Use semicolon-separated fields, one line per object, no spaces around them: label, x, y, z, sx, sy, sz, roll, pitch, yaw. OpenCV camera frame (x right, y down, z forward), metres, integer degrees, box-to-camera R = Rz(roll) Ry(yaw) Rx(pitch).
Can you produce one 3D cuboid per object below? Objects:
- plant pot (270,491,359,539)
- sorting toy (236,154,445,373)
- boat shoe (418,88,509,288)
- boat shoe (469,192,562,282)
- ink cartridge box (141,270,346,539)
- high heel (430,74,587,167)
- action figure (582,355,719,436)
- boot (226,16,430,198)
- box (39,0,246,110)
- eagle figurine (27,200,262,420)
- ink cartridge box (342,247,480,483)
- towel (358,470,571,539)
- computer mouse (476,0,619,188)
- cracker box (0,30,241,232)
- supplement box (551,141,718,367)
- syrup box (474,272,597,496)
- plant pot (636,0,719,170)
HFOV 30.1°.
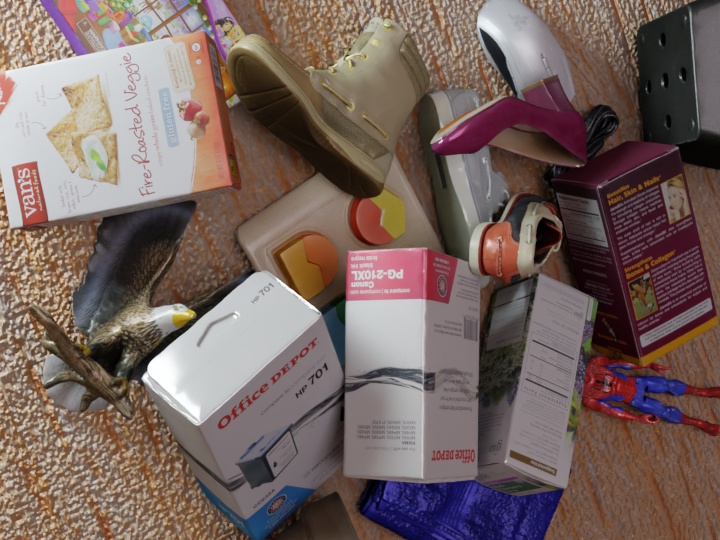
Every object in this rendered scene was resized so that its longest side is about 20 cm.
plant pot;-0.060;0.326;1.203;0.172;0.200;0.202;-23;98;-5
sorting toy;0.000;0.000;1.304;0.184;0.036;0.201;-34;101;-20
boat shoe;0.114;-0.085;1.337;0.071;0.070;0.204;-13;91;-19
boat shoe;0.165;-0.032;1.308;0.200;0.062;0.072;-27;117;-64
ink cartridge box;-0.088;0.123;1.183;0.146;0.086;0.201;-41;144;-19
high heel;0.149;-0.120;1.298;0.199;0.067;0.097;-27;94;-46
action figure;0.301;0.130;1.427;0.198;0.052;0.066;13;87;-20
boot;-0.024;-0.187;1.260;0.200;0.072;0.157;41;61;-26
box;-0.191;-0.221;1.225;0.137;0.039;0.201;-39;104;-20
eagle figurine;-0.188;0.038;1.191;0.201;0.149;0.153;-57;156;-44
ink cartridge box;0.049;0.089;1.220;0.144;0.083;0.203;14;75;-64
towel;0.111;0.218;1.339;0.199;0.049;0.149;31;78;-20
computer mouse;0.189;-0.195;1.387;0.109;0.044;0.201;-39;103;-18
cracker box;-0.213;-0.118;1.157;0.197;0.058;0.136;-11;89;4
supplement box;0.284;-0.019;1.383;0.109;0.085;0.202;-25;109;-22
syrup box;0.167;0.114;1.325;0.081;0.079;0.202;23;66;-24
plant pot;0.399;-0.201;1.408;0.175;0.199;0.203;-5;91;-11
